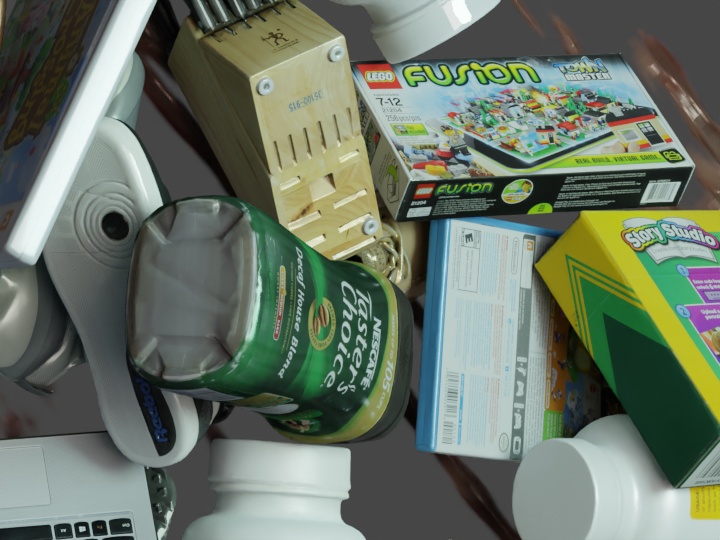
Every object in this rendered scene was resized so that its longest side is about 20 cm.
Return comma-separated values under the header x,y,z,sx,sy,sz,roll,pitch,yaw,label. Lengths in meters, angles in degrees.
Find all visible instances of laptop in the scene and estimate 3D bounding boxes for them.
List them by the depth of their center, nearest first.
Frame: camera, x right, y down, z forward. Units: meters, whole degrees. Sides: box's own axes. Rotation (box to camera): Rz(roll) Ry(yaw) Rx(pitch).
x,y,z,sx,sy,sz,roll,pitch,yaw,label
-0.187,0.150,1.528,0.186,0.116,0.201,-3,57,-15,laptop

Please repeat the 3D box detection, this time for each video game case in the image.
x,y,z,sx,sy,sz,roll,pitch,yaw,label
-0.177,-0.090,1.576,0.022,0.182,0.201,30,74,-23,video game case
0.114,0.047,1.781,0.199,0.018,0.144,9,82,-42,video game case

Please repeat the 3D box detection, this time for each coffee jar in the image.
x,y,z,sx,sy,sz,roll,pitch,yaw,label
-0.044,0.032,1.576,0.200,0.085,0.105,26,64,-60,coffee jar

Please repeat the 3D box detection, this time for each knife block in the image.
x,y,z,sx,sy,sz,roll,pitch,yaw,label
-0.068,-0.114,1.681,0.064,0.176,0.201,-25,125,-19,knife block

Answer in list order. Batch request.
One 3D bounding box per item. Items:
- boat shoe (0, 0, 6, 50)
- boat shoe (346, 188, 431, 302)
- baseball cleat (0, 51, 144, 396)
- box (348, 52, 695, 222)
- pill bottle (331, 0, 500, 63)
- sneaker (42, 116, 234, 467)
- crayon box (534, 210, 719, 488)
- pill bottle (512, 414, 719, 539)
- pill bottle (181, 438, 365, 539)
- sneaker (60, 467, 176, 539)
x,y,z,sx,sy,sz,roll,pitch,yaw,label
-0.239,-0.179,1.617,0.072,0.072,0.201,1,82,-20,boat shoe
0.000,0.000,1.727,0.199,0.064,0.072,-29,100,-26,boat shoe
-0.159,-0.026,1.657,0.106,0.070,0.201,35,76,-35,baseball cleat
0.092,-0.082,1.761,0.199,0.035,0.110,-4,46,-28,box
0.002,-0.229,1.717,0.112,0.112,0.201,-36,103,-24,pill bottle
-0.116,-0.003,1.615,0.112,0.073,0.201,-46,131,-59,sneaker
0.228,0.044,1.772,0.199,0.058,0.173,-1,49,-42,crayon box
0.188,0.140,1.767,0.199,0.104,0.105,4,85,-41,pill bottle
-0.051,0.199,1.661,0.110,0.111,0.201,7,83,-27,pill bottle
-0.165,0.195,1.632,0.066,0.091,0.200,22,54,9,sneaker
